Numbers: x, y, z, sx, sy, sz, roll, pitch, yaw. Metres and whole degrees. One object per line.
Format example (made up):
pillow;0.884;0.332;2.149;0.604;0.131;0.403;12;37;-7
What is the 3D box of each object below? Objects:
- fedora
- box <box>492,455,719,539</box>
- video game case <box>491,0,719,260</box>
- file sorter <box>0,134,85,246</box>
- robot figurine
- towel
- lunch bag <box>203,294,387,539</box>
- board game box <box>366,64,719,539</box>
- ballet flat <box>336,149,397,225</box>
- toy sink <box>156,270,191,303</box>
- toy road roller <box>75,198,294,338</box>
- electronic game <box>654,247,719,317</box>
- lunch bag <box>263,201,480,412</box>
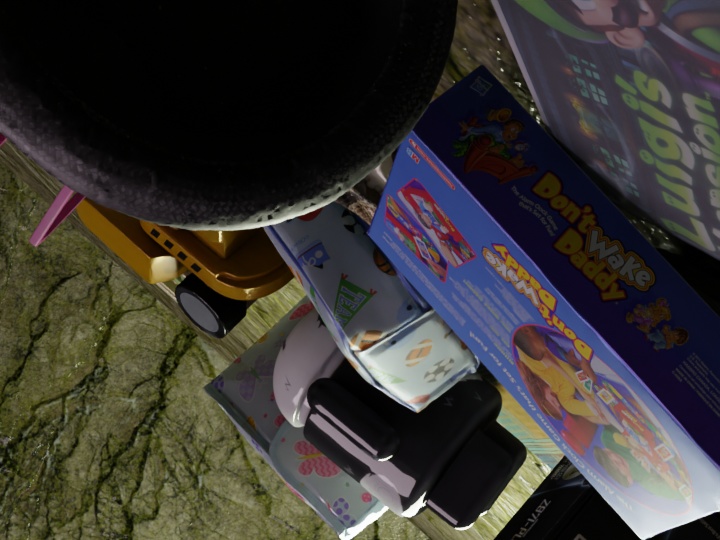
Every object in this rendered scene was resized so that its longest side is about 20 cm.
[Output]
fedora;-0.066;-0.113;0.480;0.201;0.201;0.092;45;171;-14
box;0.193;0.239;0.955;0.200;0.164;0.086;44;169;-7
video game case;0.117;-0.059;0.454;0.182;0.023;0.200;34;166;39
file sorter;-0.164;-0.125;0.576;0.200;0.125;0.139;43;155;-8
robot figurine;0.028;0.104;1.027;0.200;0.125;0.150;38;157;15
towel;0.110;0.092;1.066;0.200;0.022;0.147;42;169;-4
lunch bag;-0.012;0.120;1.186;0.200;0.170;0.127;42;170;42
board game box;0.091;0.021;0.595;0.200;0.045;0.134;49;163;9
ballet flat;0.008;-0.063;0.753;0.200;0.068;0.075;38;148;-4
toy sink;-0.154;-0.031;1.275;0.130;0.112;0.200;41;169;8
toy road roller;-0.128;-0.059;1.086;0.200;0.123;0.146;39;154;14
electronic game;0.162;0.060;0.648;0.200;0.042;0.200;38;160;16
lunch bag;0.000;0.000;0.898;0.160;0.076;0.200;56;180;31
